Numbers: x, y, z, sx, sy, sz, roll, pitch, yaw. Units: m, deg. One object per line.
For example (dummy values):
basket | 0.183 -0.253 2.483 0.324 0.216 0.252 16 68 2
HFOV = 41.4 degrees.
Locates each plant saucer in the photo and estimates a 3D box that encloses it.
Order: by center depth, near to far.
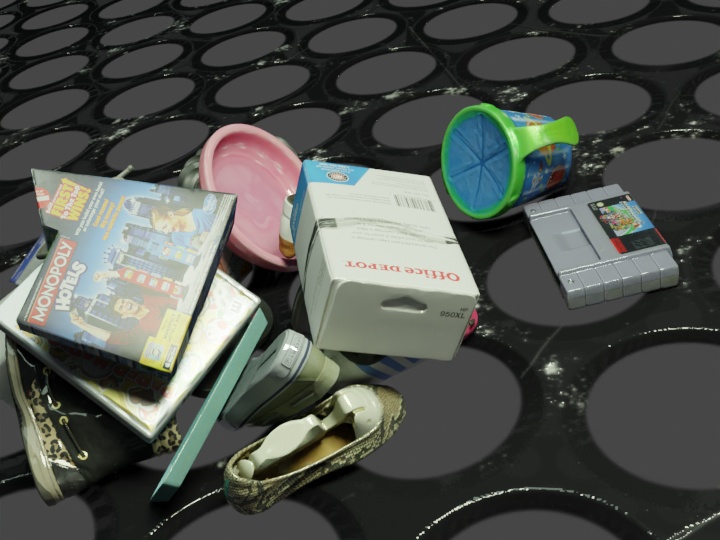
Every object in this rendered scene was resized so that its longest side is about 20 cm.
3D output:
plant saucer | -0.143 0.131 0.923 0.019 0.070 0.202 29 57 -7
plant saucer | -0.128 -0.085 1.199 0.050 0.201 0.202 -32 18 34

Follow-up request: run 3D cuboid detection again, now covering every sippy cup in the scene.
sippy cup | 0.190 -0.139 1.186 0.128 0.143 0.177 -10 28 -35

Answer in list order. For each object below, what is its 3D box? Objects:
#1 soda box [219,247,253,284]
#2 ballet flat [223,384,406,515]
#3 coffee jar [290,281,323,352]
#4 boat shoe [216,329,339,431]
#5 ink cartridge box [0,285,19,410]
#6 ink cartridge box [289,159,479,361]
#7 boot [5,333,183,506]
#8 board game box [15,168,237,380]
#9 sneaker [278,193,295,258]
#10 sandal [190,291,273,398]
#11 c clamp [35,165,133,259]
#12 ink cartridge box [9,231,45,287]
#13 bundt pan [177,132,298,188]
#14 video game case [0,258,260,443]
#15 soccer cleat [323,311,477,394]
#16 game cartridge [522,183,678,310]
soda box | -0.240 -0.017 1.230 0.196 0.065 0.069 5 36 27
ballet flat | -0.037 0.151 0.869 0.197 0.076 0.068 -27 56 -22
coffee jar | 0.000 0.000 1.065 0.084 0.105 0.201 25 42 7
boat shoe | -0.083 0.118 0.897 0.073 0.061 0.200 -63 11 -30
ink cartridge box | -0.322 0.048 1.068 0.198 0.084 0.146 -36 31 12
ink cartridge box | 0.016 -0.013 0.925 0.141 0.085 0.202 6 35 -16
boot | -0.268 0.116 0.954 0.148 0.073 0.203 -15 69 -12
board game box | -0.242 -0.010 0.920 0.196 0.062 0.203 18 60 -2
sneaker | -0.023 -0.051 1.189 0.197 0.086 0.073 -3 31 -39
sandal | -0.143 0.068 1.050 0.073 0.046 0.201 7 27 7
c clamp | -0.324 -0.076 1.138 0.171 0.027 0.199 -46 19 -14
ink cartridge box | -0.385 -0.019 1.239 0.198 0.042 0.121 5 61 53
bundt pan | -0.177 -0.137 1.384 0.197 0.077 0.203 -10 32 7
video game case | -0.228 0.040 0.945 0.198 0.023 0.183 35 61 6
soccer cleat | 0.035 0.071 0.978 0.197 0.087 0.070 -13 59 -40
game cartridge | 0.269 -0.034 1.086 0.127 0.039 0.201 -17 31 4
